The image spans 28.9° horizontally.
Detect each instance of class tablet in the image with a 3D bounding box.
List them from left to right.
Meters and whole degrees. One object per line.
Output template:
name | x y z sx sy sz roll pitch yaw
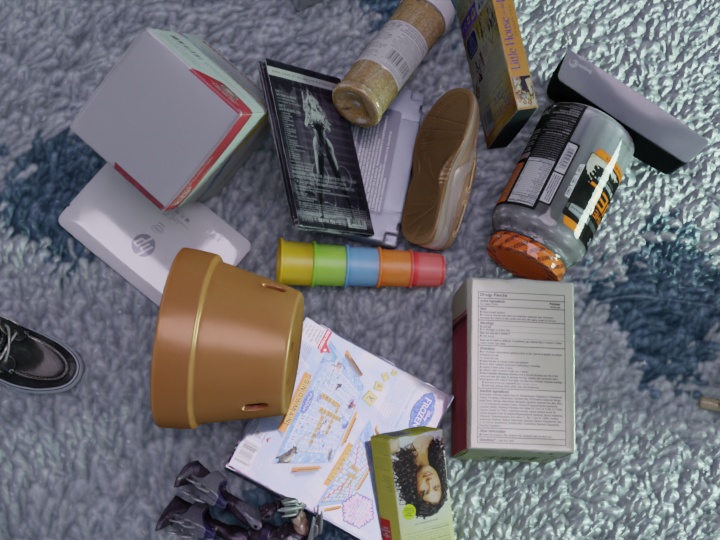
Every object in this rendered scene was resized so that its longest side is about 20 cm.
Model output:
tablet | -0.244 -0.044 1.662 0.200 0.014 0.130 39 76 4

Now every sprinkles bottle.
sprinkles bottle | 0.041 -0.262 1.691 0.068 0.068 0.200 34 59 2

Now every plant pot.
plant pot | -0.141 0.082 1.540 0.139 0.200 0.201 7 76 3

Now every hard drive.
hard drive | 0.318 -0.188 1.701 0.200 0.135 0.042 34 86 2

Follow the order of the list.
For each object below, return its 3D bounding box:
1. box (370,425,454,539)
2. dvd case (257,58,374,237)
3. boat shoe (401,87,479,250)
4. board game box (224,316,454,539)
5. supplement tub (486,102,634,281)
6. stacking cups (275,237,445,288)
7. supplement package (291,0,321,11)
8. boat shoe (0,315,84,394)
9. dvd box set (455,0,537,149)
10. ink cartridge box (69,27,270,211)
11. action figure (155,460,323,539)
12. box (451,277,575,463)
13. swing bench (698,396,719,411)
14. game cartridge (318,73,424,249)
box | 0.062 0.280 1.569 0.075 0.050 0.201 -9 94 -27
dvd case | -0.051 -0.139 1.618 0.016 0.148 0.201 -19 77 33
boat shoe | 0.105 -0.120 1.693 0.074 0.069 0.201 12 81 38
board game box | -0.024 0.188 1.618 0.199 0.041 0.200 29 76 1
supplement tub | 0.236 -0.090 1.672 0.122 0.123 0.200 28 76 0
stacking cups | 0.000 0.000 1.661 0.199 0.061 0.061 6 76 -9
supplement package | -0.015 -0.429 1.724 0.199 0.117 0.117 -27 82 -12
boat shoe | -0.412 0.088 1.581 0.199 0.071 0.072 18 75 -3
dvd box set | 0.163 -0.264 1.692 0.029 0.146 0.201 -9 77 -11
ink cartridge box | -0.202 -0.173 1.584 0.145 0.200 0.145 41 103 4
action figure | -0.121 0.293 1.559 0.199 0.069 0.131 23 106 9
box | 0.175 0.118 1.623 0.127 0.109 0.201 3 76 -6
swing bench | 0.532 0.084 1.663 0.199 0.130 0.200 14 75 -4
game cartridge | -0.003 -0.135 1.700 0.133 0.042 0.201 11 76 1
